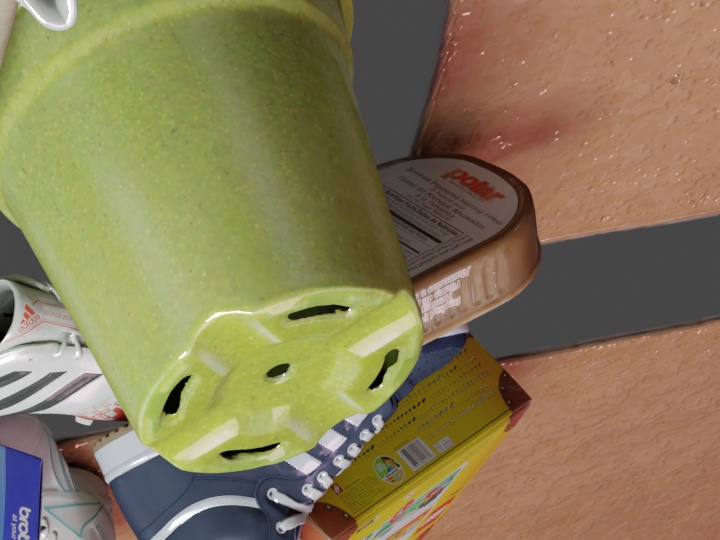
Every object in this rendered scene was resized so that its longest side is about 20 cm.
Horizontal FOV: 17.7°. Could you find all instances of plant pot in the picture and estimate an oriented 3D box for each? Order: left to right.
[{"bbox_3d":[-0.064,-0.021,1.013,0.199,0.185,0.201,-18,149,-11],"label":"plant pot"}]

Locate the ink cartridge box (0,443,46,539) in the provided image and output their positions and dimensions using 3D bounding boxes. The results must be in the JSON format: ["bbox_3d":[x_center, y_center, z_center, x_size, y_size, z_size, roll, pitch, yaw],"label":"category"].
[{"bbox_3d":[-0.250,0.126,1.142,0.136,0.077,0.199,-25,142,38],"label":"ink cartridge box"}]

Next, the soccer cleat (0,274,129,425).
[{"bbox_3d":[-0.150,0.035,1.147,0.198,0.069,0.085,-6,147,-16],"label":"soccer cleat"}]

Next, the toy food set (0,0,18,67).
[{"bbox_3d":[-0.238,-0.068,0.919,0.199,0.060,0.145,5,114,-35],"label":"toy food set"}]

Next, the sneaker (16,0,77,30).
[{"bbox_3d":[-0.143,-0.162,0.837,0.075,0.089,0.200,-26,149,4],"label":"sneaker"}]

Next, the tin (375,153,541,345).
[{"bbox_3d":[0.000,0.000,1.141,0.199,0.112,0.042,-27,131,-26],"label":"tin"}]

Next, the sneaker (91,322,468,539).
[{"bbox_3d":[-0.023,0.097,1.156,0.199,0.109,0.070,-23,170,-6],"label":"sneaker"}]

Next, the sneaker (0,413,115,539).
[{"bbox_3d":[-0.181,0.134,1.268,0.070,0.081,0.200,-28,148,9],"label":"sneaker"}]

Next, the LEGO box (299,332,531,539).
[{"bbox_3d":[-0.014,0.127,1.306,0.200,0.077,0.149,-29,161,-48],"label":"LEGO box"}]
